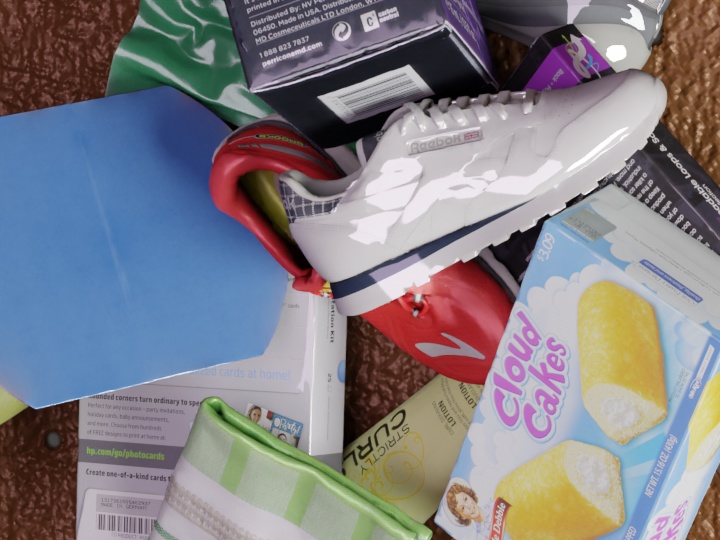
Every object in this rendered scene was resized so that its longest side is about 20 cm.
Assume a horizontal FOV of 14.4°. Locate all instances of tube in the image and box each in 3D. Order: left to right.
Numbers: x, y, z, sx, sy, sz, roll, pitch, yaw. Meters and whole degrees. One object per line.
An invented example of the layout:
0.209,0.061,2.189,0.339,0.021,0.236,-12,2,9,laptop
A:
0.033,0.102,1.565,0.052,0.058,0.200,36,120,-22,tube

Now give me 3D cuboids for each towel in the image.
-0.055,0.180,1.551,0.149,0.031,0.201,29,127,11,towel

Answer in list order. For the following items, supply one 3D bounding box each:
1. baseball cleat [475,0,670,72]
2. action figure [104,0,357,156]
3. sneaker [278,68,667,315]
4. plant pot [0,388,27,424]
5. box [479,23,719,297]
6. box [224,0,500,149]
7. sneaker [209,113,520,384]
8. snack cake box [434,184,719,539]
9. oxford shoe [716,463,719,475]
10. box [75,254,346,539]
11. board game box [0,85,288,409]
0.072,-0.173,1.508,0.199,0.070,0.107,25,99,9,baseball cleat
-0.029,-0.109,1.559,0.199,0.055,0.119,26,105,11,action figure
0.055,-0.054,1.400,0.199,0.076,0.081,-29,94,12,sneaker
-0.260,0.033,1.604,0.199,0.184,0.202,4,101,25,plant pot
0.130,-0.007,1.470,0.200,0.036,0.143,51,133,15,box
-0.016,-0.179,1.418,0.104,0.148,0.201,-18,79,10,box
0.000,0.000,1.490,0.199,0.085,0.077,36,118,8,sneaker
0.123,0.073,1.439,0.115,0.067,0.201,35,127,23,snack cake box
0.271,0.087,1.461,0.199,0.075,0.071,4,142,33,oxford shoe
-0.084,0.059,1.595,0.155,0.041,0.202,2,92,28,box
-0.139,-0.010,1.527,0.039,0.199,0.159,-42,64,62,board game box
